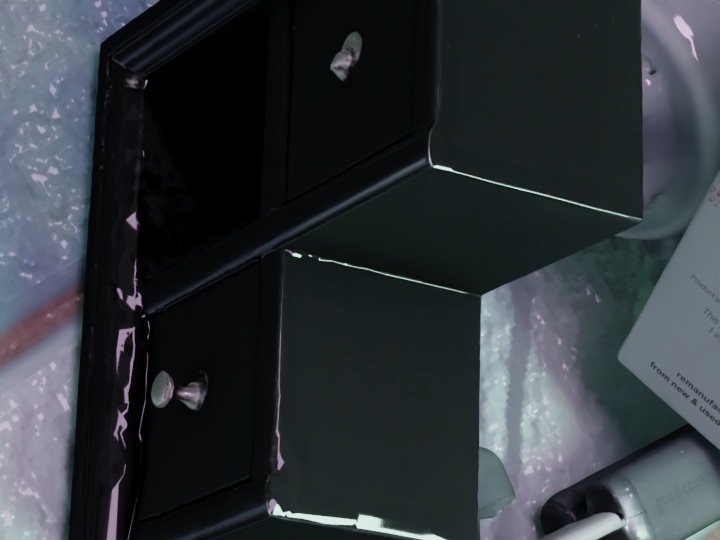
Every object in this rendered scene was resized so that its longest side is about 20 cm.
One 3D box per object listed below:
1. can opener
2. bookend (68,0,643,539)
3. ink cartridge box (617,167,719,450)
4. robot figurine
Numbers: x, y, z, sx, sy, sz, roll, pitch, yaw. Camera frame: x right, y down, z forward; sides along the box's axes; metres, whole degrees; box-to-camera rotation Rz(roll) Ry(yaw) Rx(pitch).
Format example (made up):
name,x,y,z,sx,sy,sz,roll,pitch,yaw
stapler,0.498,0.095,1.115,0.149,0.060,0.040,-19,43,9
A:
name,x,y,z,sx,sy,sz,roll,pitch,yaw
can opener,0.082,0.069,0.955,0.200,0.053,0.067,-24,88,-36
bookend,0.000,0.000,0.837,0.092,0.199,0.200,13,68,-30
ink cartridge box,0.190,-0.039,0.933,0.085,0.200,0.144,42,44,18
robot figurine,0.121,-0.087,0.993,0.200,0.113,0.170,-34,133,-35
